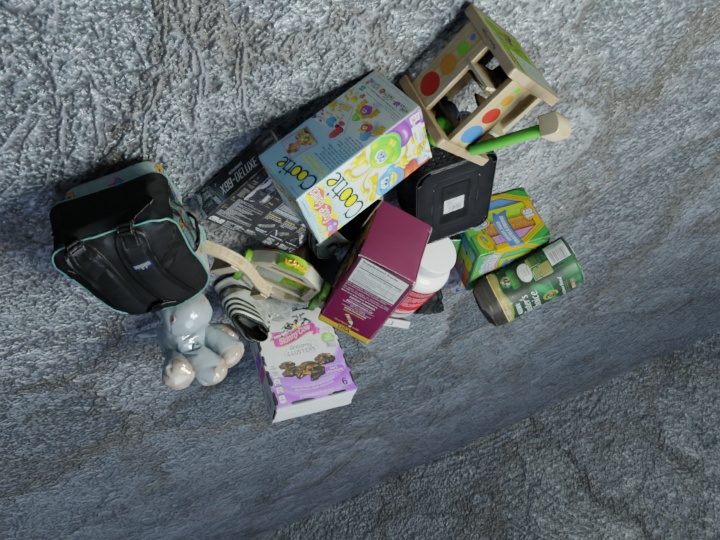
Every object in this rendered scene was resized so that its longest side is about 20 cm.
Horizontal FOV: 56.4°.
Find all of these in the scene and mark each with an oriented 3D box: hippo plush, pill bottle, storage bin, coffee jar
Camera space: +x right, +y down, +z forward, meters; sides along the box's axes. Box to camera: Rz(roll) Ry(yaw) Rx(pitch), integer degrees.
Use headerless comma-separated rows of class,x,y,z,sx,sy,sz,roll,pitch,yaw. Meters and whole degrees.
hippo plush,-0.283,0.082,1.145,0.158,0.200,0.162,-14,126,-28
pill bottle,0.099,0.005,1.262,0.111,0.113,0.200,-9,160,-24
storage bin,0.137,-0.145,1.101,0.134,0.094,0.201,-20,150,-6
coffee jar,0.311,0.026,1.256,0.198,0.086,0.104,-28,148,10

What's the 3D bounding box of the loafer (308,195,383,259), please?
loafer,-0.025,-0.074,1.032,0.071,0.063,0.201,-5,146,-33

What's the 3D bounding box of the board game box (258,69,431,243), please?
board game box,-0.017,-0.153,0.906,0.199,0.105,0.103,-37,147,-7

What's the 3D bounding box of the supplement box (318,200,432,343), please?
supplement box,0.021,0.007,1.107,0.102,0.132,0.200,27,139,-6

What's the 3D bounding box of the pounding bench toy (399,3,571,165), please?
pounding bench toy,0.167,-0.210,0.898,0.124,0.201,0.156,9,137,-48

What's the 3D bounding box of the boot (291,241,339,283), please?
boot,-0.092,-0.003,1.222,0.075,0.075,0.200,-2,160,21

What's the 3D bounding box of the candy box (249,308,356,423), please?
candy box,-0.121,0.182,1.343,0.166,0.201,0.072,-10,148,-22

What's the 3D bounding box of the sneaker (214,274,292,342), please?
sneaker,-0.184,0.091,1.236,0.075,0.116,0.200,-33,150,18

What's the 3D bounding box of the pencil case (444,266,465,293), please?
pencil case,0.258,0.002,1.430,0.198,0.091,0.083,1,143,-37

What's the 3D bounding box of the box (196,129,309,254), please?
box,-0.121,-0.111,1.018,0.157,0.050,0.199,-37,148,22

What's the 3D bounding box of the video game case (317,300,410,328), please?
video game case,-0.013,0.074,1.324,0.199,0.142,0.018,13,99,-46

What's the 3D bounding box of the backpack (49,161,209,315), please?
backpack,-0.299,-0.035,0.910,0.174,0.154,0.201,-21,141,1

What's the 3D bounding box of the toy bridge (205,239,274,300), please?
toy bridge,-0.210,-0.009,1.059,0.067,0.027,0.199,-10,145,44

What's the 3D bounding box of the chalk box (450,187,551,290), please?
chalk box,0.239,-0.054,1.288,0.198,0.125,0.125,-16,150,-12

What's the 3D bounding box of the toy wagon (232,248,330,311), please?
toy wagon,-0.126,0.008,1.123,0.154,0.040,0.200,23,156,-13

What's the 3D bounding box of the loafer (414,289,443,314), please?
loafer,0.135,0.049,1.442,0.071,0.073,0.201,-18,150,2
